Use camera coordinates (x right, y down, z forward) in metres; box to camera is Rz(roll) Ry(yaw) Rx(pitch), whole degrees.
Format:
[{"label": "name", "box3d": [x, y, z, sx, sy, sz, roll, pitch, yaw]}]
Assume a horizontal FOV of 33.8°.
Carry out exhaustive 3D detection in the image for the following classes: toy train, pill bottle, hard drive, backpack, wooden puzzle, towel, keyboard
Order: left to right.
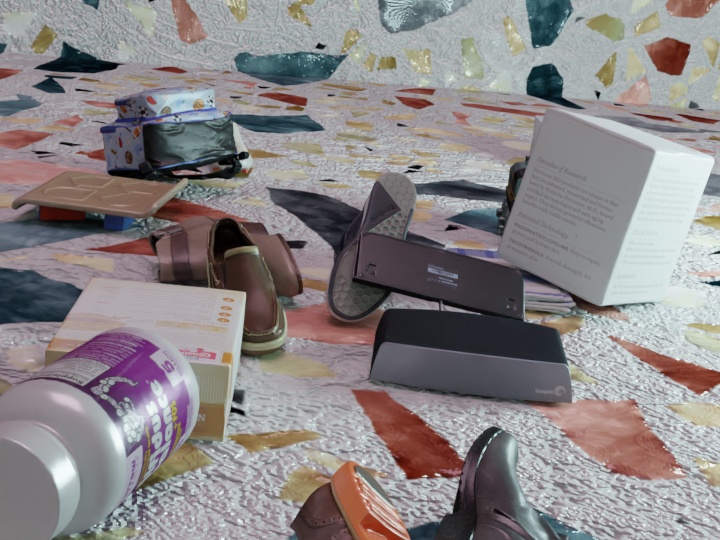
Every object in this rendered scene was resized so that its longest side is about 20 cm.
[{"label": "pill bottle", "box3d": [-0.201, 0.119, 0.846, 0.112, 0.113, 0.200, 10, 18, 13]}, {"label": "wooden puzzle", "box3d": [-0.355, -0.095, 1.637, 0.200, 0.046, 0.185, 3, 16, 5]}, {"label": "backpack", "box3d": [-0.309, -0.206, 1.829, 0.200, 0.154, 0.190, -9, 1, -45]}, {"label": "keyboard", "box3d": [0.087, 0.027, 1.312, 0.200, 0.021, 0.127, 14, 48, -8]}, {"label": "hard drive", "box3d": [0.112, 0.083, 1.202, 0.200, 0.042, 0.135, 7, 19, 2]}, {"label": "towel", "box3d": [0.184, 0.011, 1.510, 0.147, 0.024, 0.200, 6, 16, -3]}, {"label": "toy train", "box3d": [0.249, -0.102, 1.751, 0.085, 0.114, 0.200, 8, 17, 3]}]

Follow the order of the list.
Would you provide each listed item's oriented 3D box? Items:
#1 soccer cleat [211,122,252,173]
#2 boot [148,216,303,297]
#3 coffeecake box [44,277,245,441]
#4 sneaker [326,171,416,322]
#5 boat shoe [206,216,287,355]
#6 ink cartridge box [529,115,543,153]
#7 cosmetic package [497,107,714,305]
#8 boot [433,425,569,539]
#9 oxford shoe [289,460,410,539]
[{"label": "soccer cleat", "box3d": [-0.231, -0.218, 2.025, 0.069, 0.078, 0.200, 0, 18, -19]}, {"label": "boot", "box3d": [-0.166, -0.010, 1.396, 0.146, 0.070, 0.200, -9, 24, -20]}, {"label": "coffeecake box", "box3d": [-0.188, 0.075, 1.067, 0.153, 0.073, 0.200, 6, 16, -3]}, {"label": "sneaker", "box3d": [0.002, 0.000, 1.400, 0.077, 0.146, 0.203, 27, 58, -3]}, {"label": "boat shoe", "box3d": [-0.129, 0.010, 1.248, 0.075, 0.075, 0.202, -11, 33, -17]}, {"label": "ink cartridge box", "box3d": [0.443, -0.243, 2.352, 0.175, 0.084, 0.200, 5, 17, -3]}, {"label": "cosmetic package", "box3d": [0.308, -0.079, 1.490, 0.166, 0.200, 0.167, 29, 18, 37]}, {"label": "boot", "box3d": [0.126, 0.190, 0.836, 0.131, 0.070, 0.200, 13, 28, 12]}, {"label": "oxford shoe", "box3d": [0.003, 0.209, 0.735, 0.071, 0.073, 0.200, 46, 11, -30]}]
